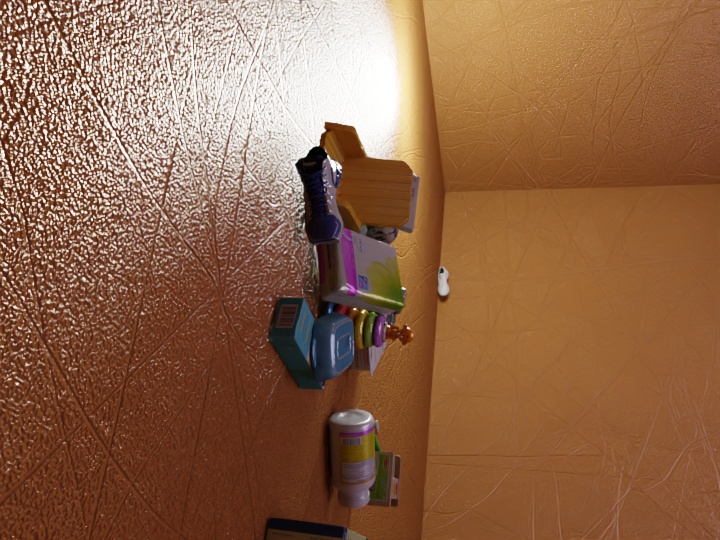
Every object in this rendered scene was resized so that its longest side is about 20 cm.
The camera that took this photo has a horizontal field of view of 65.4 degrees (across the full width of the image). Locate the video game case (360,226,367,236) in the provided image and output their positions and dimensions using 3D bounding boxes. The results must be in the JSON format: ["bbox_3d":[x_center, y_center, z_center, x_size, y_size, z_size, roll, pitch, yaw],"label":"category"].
[{"bbox_3d":[-0.019,-0.093,1.432,0.201,0.023,0.183,-72,158,-49],"label":"video game case"}]

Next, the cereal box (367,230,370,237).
[{"bbox_3d":[0.049,-0.180,1.665,0.200,0.039,0.145,-55,143,-67],"label":"cereal box"}]

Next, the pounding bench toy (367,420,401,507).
[{"bbox_3d":[0.036,0.498,1.451,0.156,0.123,0.201,59,34,-65],"label":"pounding bench toy"}]

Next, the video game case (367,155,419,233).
[{"bbox_3d":[0.047,-0.197,1.376,0.022,0.199,0.183,125,-20,-52],"label":"video game case"}]

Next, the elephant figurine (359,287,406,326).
[{"bbox_3d":[-0.001,0.059,1.333,0.142,0.199,0.156,-107,-140,-86],"label":"elephant figurine"}]

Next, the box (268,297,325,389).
[{"bbox_3d":[-0.106,0.138,1.026,0.200,0.049,0.083,72,23,-51],"label":"box"}]

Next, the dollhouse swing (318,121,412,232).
[{"bbox_3d":[0.014,-0.204,1.238,0.182,0.175,0.201,57,36,-63],"label":"dollhouse swing"}]

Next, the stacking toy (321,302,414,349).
[{"bbox_3d":[0.020,0.129,1.220,0.110,0.199,0.117,-13,107,-75],"label":"stacking toy"}]

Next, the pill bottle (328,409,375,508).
[{"bbox_3d":[-0.018,0.428,1.275,0.104,0.104,0.201,-29,119,-74],"label":"pill bottle"}]

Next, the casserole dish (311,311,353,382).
[{"bbox_3d":[-0.048,0.145,1.084,0.200,0.039,0.122,-8,98,-78],"label":"casserole dish"}]

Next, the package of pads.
[{"bbox_3d":[0.000,0.000,1.192,0.199,0.068,0.155,18,55,-41],"label":"package of pads"}]

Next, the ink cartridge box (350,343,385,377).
[{"bbox_3d":[0.015,0.186,1.477,0.200,0.067,0.116,-50,138,-69],"label":"ink cartridge box"}]

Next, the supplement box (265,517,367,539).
[{"bbox_3d":[-0.081,0.547,0.959,0.200,0.133,0.201,67,27,-58],"label":"supplement box"}]

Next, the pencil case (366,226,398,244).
[{"bbox_3d":[0.046,-0.126,1.471,0.200,0.089,0.078,54,48,-71],"label":"pencil case"}]

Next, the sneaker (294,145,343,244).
[{"bbox_3d":[-0.086,-0.155,1.070,0.115,0.080,0.201,53,32,-62],"label":"sneaker"}]

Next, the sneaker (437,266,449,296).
[{"bbox_3d":[0.505,0.067,3.490,0.087,0.074,0.201,50,34,-51],"label":"sneaker"}]
